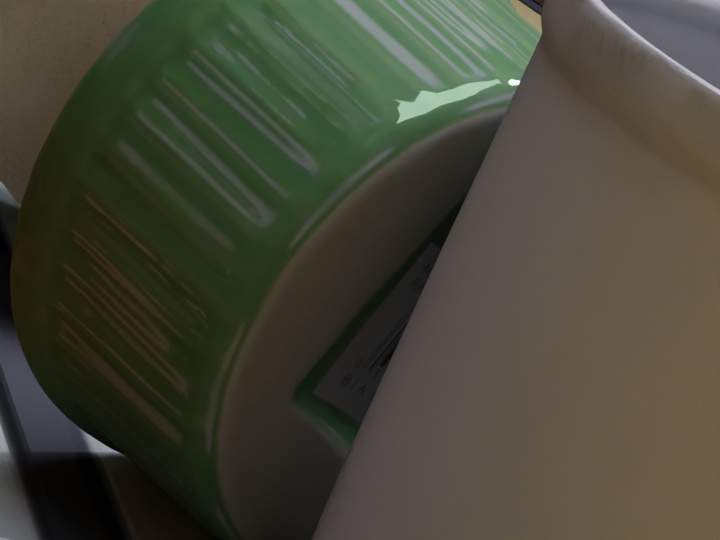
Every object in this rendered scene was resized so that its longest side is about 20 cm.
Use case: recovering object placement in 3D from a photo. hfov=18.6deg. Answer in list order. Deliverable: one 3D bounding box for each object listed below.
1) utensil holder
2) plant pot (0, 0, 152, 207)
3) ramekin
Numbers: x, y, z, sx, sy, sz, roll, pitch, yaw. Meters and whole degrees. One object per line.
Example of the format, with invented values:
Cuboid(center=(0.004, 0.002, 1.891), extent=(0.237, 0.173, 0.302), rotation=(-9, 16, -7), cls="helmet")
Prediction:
Cuboid(center=(0.089, 0.041, 0.598), extent=(0.169, 0.201, 0.170), rotation=(22, 20, -9), cls="utensil holder")
Cuboid(center=(-0.050, -0.088, 0.881), extent=(0.200, 0.134, 0.201), rotation=(43, 25, -25), cls="plant pot")
Cuboid(center=(0.000, 0.000, 0.692), extent=(0.199, 0.201, 0.098), rotation=(5, 27, -45), cls="ramekin")
